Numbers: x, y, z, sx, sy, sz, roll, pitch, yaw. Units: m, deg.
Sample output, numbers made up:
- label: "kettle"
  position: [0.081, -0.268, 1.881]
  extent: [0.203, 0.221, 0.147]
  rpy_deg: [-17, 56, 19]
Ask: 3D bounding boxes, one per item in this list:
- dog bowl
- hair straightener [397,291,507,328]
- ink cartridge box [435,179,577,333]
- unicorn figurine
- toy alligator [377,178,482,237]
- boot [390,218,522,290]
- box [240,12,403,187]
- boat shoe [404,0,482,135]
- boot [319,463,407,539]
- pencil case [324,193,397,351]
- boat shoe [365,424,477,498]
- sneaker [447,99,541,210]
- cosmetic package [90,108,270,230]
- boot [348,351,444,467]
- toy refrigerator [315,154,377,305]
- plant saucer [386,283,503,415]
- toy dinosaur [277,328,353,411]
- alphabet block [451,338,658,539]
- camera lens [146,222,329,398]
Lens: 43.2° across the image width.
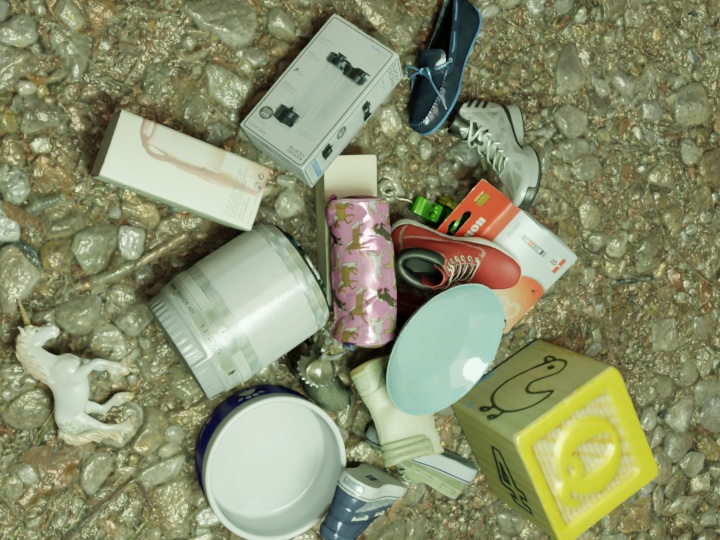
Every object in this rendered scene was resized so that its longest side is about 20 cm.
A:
- label: "dog bowl"
  position: [-0.125, 0.263, 1.253]
  extent: [0.198, 0.079, 0.203]
  rpy_deg: [-3, 98, -22]
- label: "hair straightener"
  position: [0.116, 0.067, 1.331]
  extent: [0.198, 0.077, 0.041]
  rpy_deg: [9, 72, -8]
- label: "ink cartridge box"
  position: [0.196, -0.016, 1.314]
  extent: [0.199, 0.050, 0.162]
  rpy_deg: [31, 109, -35]
- label: "unicorn figurine"
  position: [-0.356, 0.138, 1.142]
  extent: [0.136, 0.074, 0.203]
  rpy_deg: [-3, 104, -11]
- label: "toy alligator"
  position: [0.115, -0.078, 1.317]
  extent: [0.199, 0.054, 0.060]
  rpy_deg: [27, 86, -23]
- label: "boot"
  position: [0.136, 0.002, 1.228]
  extent: [0.198, 0.145, 0.073]
  rpy_deg: [16, 110, -11]
- label: "box"
  position: [-0.048, -0.224, 1.197]
  extent: [0.116, 0.060, 0.201]
  rpy_deg: [35, 81, 19]
- label: "boat shoe"
  position: [0.102, -0.290, 1.275]
  extent: [0.068, 0.084, 0.202]
  rpy_deg: [29, 72, -41]
- label: "boot"
  position: [0.001, 0.327, 1.275]
  extent: [0.091, 0.072, 0.200]
  rpy_deg: [-62, 156, 0]
- label: "pencil case"
  position: [0.000, 0.000, 1.186]
  extent: [0.086, 0.083, 0.203]
  rpy_deg: [-4, 93, -30]
- label: "boat shoe"
  position: [0.087, 0.287, 1.348]
  extent: [0.199, 0.072, 0.062]
  rpy_deg: [27, 92, -24]
- label: "sneaker"
  position: [0.179, -0.167, 1.280]
  extent: [0.114, 0.202, 0.076]
  rpy_deg: [8, 136, -17]
- label: "cosmetic package"
  position: [-0.227, -0.124, 1.147]
  extent: [0.198, 0.103, 0.088]
  rpy_deg: [19, 88, -25]
- label: "boot"
  position: [0.090, 0.184, 1.295]
  extent: [0.198, 0.072, 0.156]
  rpy_deg: [-14, 77, -34]
- label: "toy refrigerator"
  position: [-0.020, -0.058, 1.259]
  extent: [0.075, 0.070, 0.203]
  rpy_deg: [-4, 98, -14]
- label: "plant saucer"
  position: [0.106, 0.099, 1.220]
  extent: [0.199, 0.039, 0.203]
  rpy_deg: [-20, 128, -28]
- label: "toy dinosaur"
  position: [-0.054, 0.153, 1.242]
  extent: [0.076, 0.102, 0.201]
  rpy_deg: [-28, 134, -10]
- label: "alphabet block"
  position: [0.284, 0.246, 1.351]
  extent: [0.194, 0.200, 0.198]
  rpy_deg: [-33, 108, -15]
- label: "camera lens"
  position: [-0.151, 0.047, 1.169]
  extent: [0.199, 0.160, 0.161]
  rpy_deg: [-34, 108, -14]
